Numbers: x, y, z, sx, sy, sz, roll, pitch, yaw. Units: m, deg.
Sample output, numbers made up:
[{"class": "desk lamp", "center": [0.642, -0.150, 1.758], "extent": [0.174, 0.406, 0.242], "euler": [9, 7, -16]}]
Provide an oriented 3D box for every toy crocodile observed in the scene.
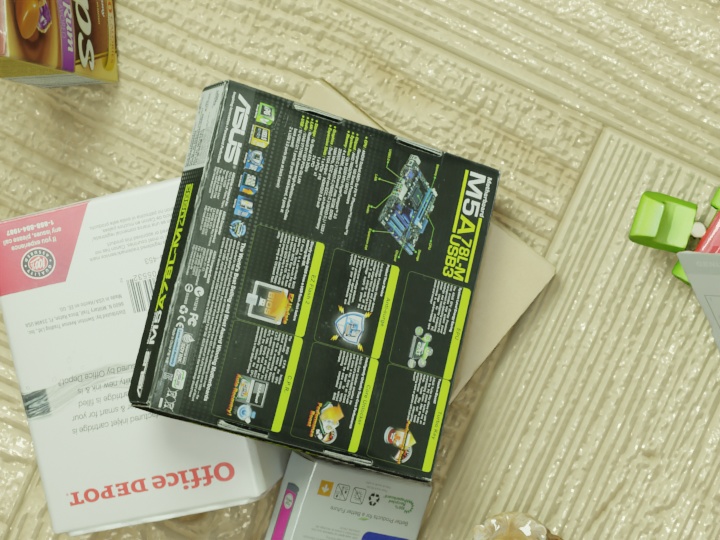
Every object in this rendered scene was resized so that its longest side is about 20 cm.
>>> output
[{"class": "toy crocodile", "center": [0.258, 0.006, 1.218], "extent": [0.199, 0.062, 0.068], "euler": [32, 94, 5]}]

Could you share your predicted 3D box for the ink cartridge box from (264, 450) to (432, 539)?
[{"class": "ink cartridge box", "center": [-0.027, 0.219, 1.242], "extent": [0.094, 0.037, 0.202], "euler": [16, 91, -34]}]

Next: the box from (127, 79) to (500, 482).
[{"class": "box", "center": [-0.025, 0.008, 1.186], "extent": [0.192, 0.047, 0.202], "euler": [16, 82, -25]}]

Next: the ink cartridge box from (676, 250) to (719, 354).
[{"class": "ink cartridge box", "center": [0.289, 0.047, 1.133], "extent": [0.161, 0.057, 0.201], "euler": [2, 134, 36]}]

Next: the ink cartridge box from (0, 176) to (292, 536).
[{"class": "ink cartridge box", "center": [-0.137, 0.051, 1.239], "extent": [0.143, 0.084, 0.202], "euler": [-12, 94, 15]}]

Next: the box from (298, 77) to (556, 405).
[{"class": "box", "center": [0.000, 0.000, 1.268], "extent": [0.200, 0.021, 0.164], "euler": [39, 94, 6]}]

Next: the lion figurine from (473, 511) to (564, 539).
[{"class": "lion figurine", "center": [0.167, 0.213, 1.235], "extent": [0.198, 0.072, 0.124], "euler": [1, 78, -7]}]

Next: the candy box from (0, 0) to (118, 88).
[{"class": "candy box", "center": [-0.205, -0.178, 1.200], "extent": [0.056, 0.200, 0.118], "euler": [-3, 91, 10]}]
